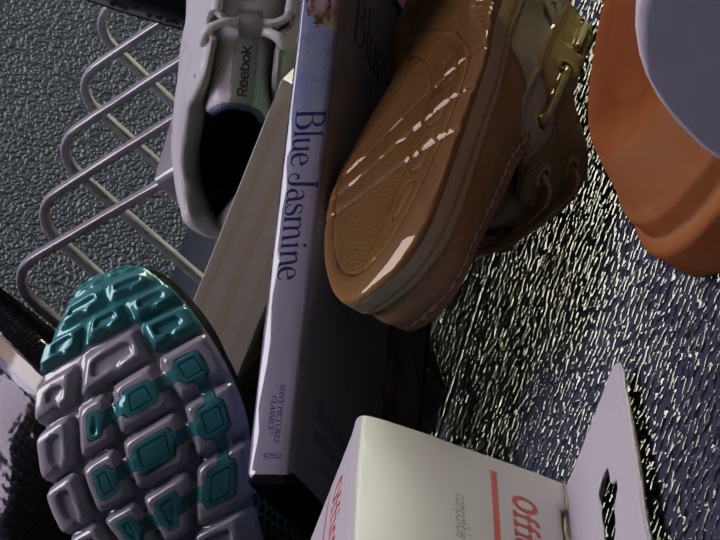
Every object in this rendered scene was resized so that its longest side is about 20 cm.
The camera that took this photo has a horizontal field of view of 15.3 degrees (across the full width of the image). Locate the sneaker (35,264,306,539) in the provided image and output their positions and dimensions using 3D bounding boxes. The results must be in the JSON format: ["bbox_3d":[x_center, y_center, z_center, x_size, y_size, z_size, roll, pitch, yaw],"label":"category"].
[{"bbox_3d":[-0.050,0.093,0.922,0.091,0.077,0.201,-32,-77,-78],"label":"sneaker"}]

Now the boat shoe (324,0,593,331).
[{"bbox_3d":[0.043,-0.044,0.882,0.074,0.069,0.200,-36,22,36],"label":"boat shoe"}]

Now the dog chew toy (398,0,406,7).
[{"bbox_3d":[0.029,-0.195,1.192,0.125,0.124,0.201,162,118,-81],"label":"dog chew toy"}]

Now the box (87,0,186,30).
[{"bbox_3d":[-0.096,-0.223,1.197,0.148,0.104,0.201,38,110,65],"label":"box"}]

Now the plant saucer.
[{"bbox_3d":[0.103,-0.098,0.683,0.200,0.037,0.201,-162,90,-83],"label":"plant saucer"}]

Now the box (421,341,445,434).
[{"bbox_3d":[-0.025,0.111,1.087,0.158,0.048,0.201,-105,34,-77],"label":"box"}]

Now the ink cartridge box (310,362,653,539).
[{"bbox_3d":[0.009,0.122,0.719,0.116,0.068,0.201,-89,19,-66],"label":"ink cartridge box"}]

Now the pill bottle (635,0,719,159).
[{"bbox_3d":[0.100,-0.112,0.433,0.112,0.112,0.201,119,167,-57],"label":"pill bottle"}]

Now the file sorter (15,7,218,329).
[{"bbox_3d":[-0.064,-0.045,1.257,0.124,0.139,0.201,-29,33,32],"label":"file sorter"}]

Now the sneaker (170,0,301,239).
[{"bbox_3d":[-0.038,-0.104,1.059,0.087,0.074,0.201,-83,-2,-71],"label":"sneaker"}]

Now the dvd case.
[{"bbox_3d":[0.000,0.000,0.927,0.143,0.017,0.201,53,-141,-62],"label":"dvd case"}]

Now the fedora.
[{"bbox_3d":[-0.140,0.090,1.223,0.092,0.200,0.201,-49,6,-3],"label":"fedora"}]

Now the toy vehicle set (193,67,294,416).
[{"bbox_3d":[-0.037,0.002,1.041,0.124,0.026,0.201,-51,-15,-67],"label":"toy vehicle set"}]
